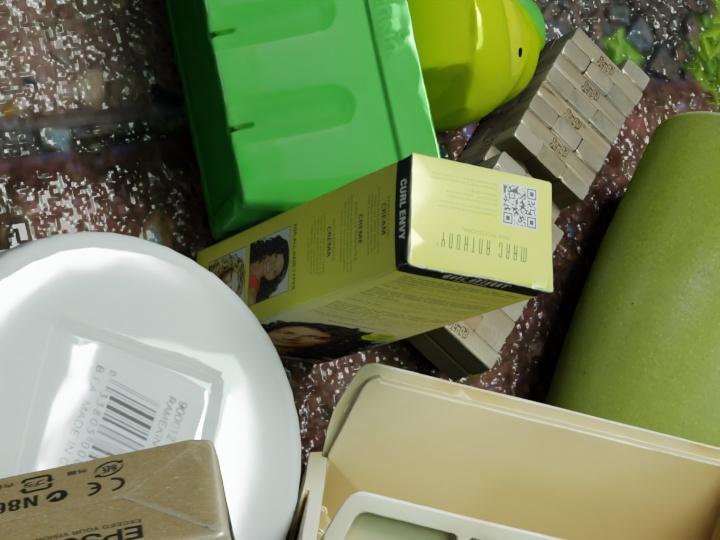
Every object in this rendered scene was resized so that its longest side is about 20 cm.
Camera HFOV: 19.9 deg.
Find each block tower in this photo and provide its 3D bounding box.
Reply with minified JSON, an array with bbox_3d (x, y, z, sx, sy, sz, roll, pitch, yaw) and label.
[{"bbox_3d":[0.077,-0.038,1.058,0.058,0.054,0.201,42,59,-17],"label":"block tower"}]

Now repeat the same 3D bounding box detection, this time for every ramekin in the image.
[{"bbox_3d":[-0.122,0.079,0.877,0.199,0.098,0.202,9,73,-30],"label":"ramekin"}]

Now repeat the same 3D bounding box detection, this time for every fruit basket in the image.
[{"bbox_3d":[0.012,-0.113,0.993,0.214,0.155,0.217,2,80,-13],"label":"fruit basket"}]

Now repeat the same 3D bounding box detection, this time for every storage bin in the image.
[{"bbox_3d":[0.070,0.123,0.852,0.197,0.200,0.094,14,102,-2],"label":"storage bin"}]

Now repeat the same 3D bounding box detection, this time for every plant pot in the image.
[{"bbox_3d":[0.175,0.057,1.037,0.187,0.187,0.201,40,74,-17],"label":"plant pot"}]

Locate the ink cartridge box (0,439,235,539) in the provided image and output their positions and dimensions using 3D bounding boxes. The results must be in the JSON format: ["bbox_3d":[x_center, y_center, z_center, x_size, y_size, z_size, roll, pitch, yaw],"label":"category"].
[{"bbox_3d":[-0.136,0.166,0.772,0.198,0.075,0.166,-12,115,-5],"label":"ink cartridge box"}]

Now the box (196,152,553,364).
[{"bbox_3d":[0.000,0.000,0.911,0.075,0.200,0.051,10,73,-28],"label":"box"}]
